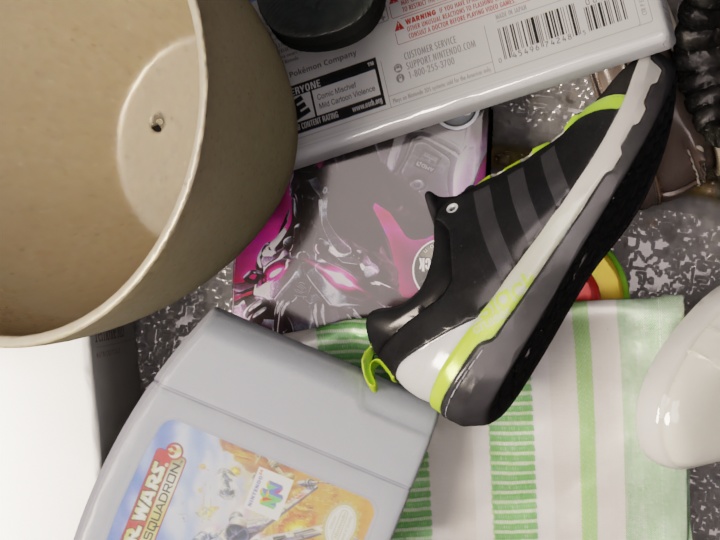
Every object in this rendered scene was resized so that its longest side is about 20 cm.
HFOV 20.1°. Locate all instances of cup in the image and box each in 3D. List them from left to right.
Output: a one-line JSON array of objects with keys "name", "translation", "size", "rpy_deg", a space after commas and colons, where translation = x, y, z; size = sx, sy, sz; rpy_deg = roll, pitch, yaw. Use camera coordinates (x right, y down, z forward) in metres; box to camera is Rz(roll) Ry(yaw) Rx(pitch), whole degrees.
[{"name": "cup", "translation": [-0.107, -0.065, 0.899], "size": [0.199, 0.143, 0.202], "rpy_deg": [-3, 85, 32]}]

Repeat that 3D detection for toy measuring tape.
[{"name": "toy measuring tape", "translation": [0.093, 0.051, 0.979], "size": [0.073, 0.074, 0.202], "rpy_deg": [3, 95, 5]}]

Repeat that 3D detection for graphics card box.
[{"name": "graphics card box", "translation": [0.000, 0.000, 0.992], "size": [0.124, 0.051, 0.202], "rpy_deg": [4, 90, 5]}]

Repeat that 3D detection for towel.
[{"name": "towel", "translation": [0.056, 0.092, 0.952], "size": [0.198, 0.023, 0.154], "rpy_deg": [-3, 105, 6]}]

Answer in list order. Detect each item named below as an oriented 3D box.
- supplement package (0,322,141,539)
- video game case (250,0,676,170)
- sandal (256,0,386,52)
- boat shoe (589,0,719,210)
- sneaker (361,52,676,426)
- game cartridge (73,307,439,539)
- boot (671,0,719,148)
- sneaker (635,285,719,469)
[{"name": "supplement package", "translation": [-0.165, 0.119, 0.974], "size": [0.116, 0.117, 0.202], "rpy_deg": [-5, 91, 5]}, {"name": "video game case", "translation": [0.029, -0.160, 0.939], "size": [0.198, 0.022, 0.184], "rpy_deg": [-17, 78, 19]}, {"name": "sandal", "translation": [-0.021, -0.196, 0.911], "size": [0.075, 0.048, 0.202], "rpy_deg": [-13, 64, 12]}, {"name": "boat shoe", "translation": [0.114, -0.127, 0.973], "size": [0.059, 0.072, 0.201], "rpy_deg": [-27, 94, 1]}, {"name": "sneaker", "translation": [0.068, -0.026, 0.906], "size": [0.082, 0.072, 0.201], "rpy_deg": [30, 76, 17]}, {"name": "game cartridge", "translation": [-0.060, 0.127, 0.906], "size": [0.132, 0.042, 0.202], "rpy_deg": [23, 86, -13]}, {"name": "boot", "translation": [0.219, -0.164, 0.928], "size": [0.156, 0.079, 0.213], "rpy_deg": [-6, 91, -22]}, {"name": "sneaker", "translation": [0.216, 0.034, 0.917], "size": [0.199, 0.084, 0.073], "rpy_deg": [-28, 115, -21]}]
